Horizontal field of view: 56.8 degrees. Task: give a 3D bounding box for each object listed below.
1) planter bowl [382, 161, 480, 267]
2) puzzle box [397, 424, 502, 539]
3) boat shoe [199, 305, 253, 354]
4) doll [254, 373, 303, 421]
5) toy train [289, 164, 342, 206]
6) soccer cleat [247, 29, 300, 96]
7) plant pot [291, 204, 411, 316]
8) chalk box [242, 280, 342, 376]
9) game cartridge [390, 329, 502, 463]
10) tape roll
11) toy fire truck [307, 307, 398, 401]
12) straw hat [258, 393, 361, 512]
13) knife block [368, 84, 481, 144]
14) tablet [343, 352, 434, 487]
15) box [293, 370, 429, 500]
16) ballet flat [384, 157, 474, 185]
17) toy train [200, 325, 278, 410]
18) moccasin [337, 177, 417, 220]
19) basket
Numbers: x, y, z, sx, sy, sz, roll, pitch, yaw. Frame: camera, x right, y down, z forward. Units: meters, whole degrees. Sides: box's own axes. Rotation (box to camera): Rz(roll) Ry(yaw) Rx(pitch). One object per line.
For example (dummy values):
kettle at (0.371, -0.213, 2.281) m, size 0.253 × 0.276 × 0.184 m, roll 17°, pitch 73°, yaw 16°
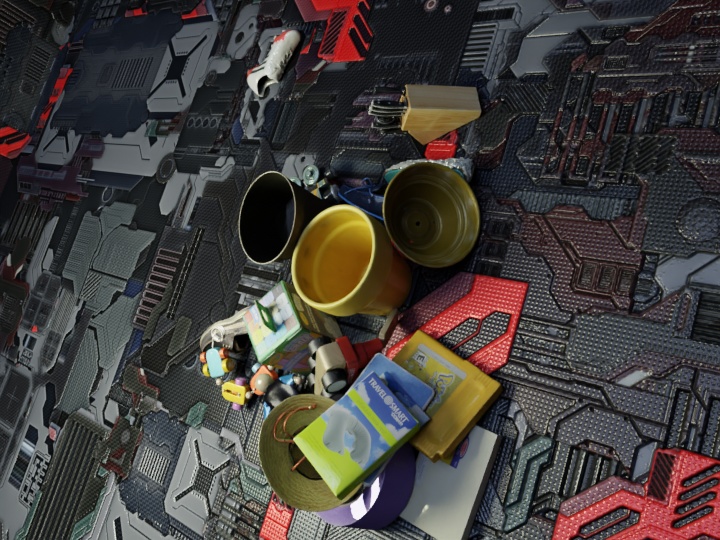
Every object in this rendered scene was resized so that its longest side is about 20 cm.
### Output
planter bowl at (0.123, -0.098, 1.275) m, size 0.083 × 0.198 × 0.203 m, roll 152°, pitch 132°, yaw -70°
puzzle box at (0.152, 0.352, 1.140) m, size 0.132 × 0.025 × 0.202 m, roll 17°, pitch 84°, yaw 42°
boat shoe at (-0.293, 0.152, 1.532) m, size 0.199 × 0.074 × 0.074 m, roll -32°, pitch 55°, yaw 25°
doll at (-0.148, 0.281, 1.356) m, size 0.200 × 0.048 × 0.137 m, roll 39°, pitch 97°, yaw 26°
toy train at (-0.127, -0.157, 1.526) m, size 0.199 × 0.085 × 0.115 m, roll -28°, pitch 71°, yaw 23°
soccer cleat at (-0.223, -0.548, 1.763) m, size 0.199 × 0.068 × 0.086 m, roll -39°, pitch 62°, yaw 23°
plant pot at (0.000, 0.000, 1.290) m, size 0.199 × 0.188 × 0.203 m, roll -15°, pitch 64°, yaw 33°
chalk box at (-0.148, 0.116, 1.350) m, size 0.124 × 0.199 × 0.125 m, roll -39°, pitch 53°, yaw 18°
game cartridge at (0.121, 0.217, 1.175) m, size 0.176 × 0.033 × 0.199 m, roll -46°, pitch 47°, yaw -14°
tape roll at (-0.003, 0.358, 1.203) m, size 0.199 × 0.085 × 0.202 m, roll -23°, pitch 56°, yaw 38°
toy fire truck at (0.001, 0.172, 1.269) m, size 0.198 × 0.177 × 0.129 m, roll -15°, pitch 54°, yaw -17°
straw hat at (-0.083, 0.323, 1.170) m, size 0.198 × 0.085 × 0.203 m, roll 3°, pitch 64°, yaw -6°
knife block at (0.119, -0.334, 1.338) m, size 0.198 × 0.175 × 0.065 m, roll -22°, pitch 61°, yaw 29°
tablet at (0.023, 0.252, 1.144) m, size 0.129 × 0.014 × 0.200 m, roll 32°, pitch 70°, yaw 20°
box at (0.004, 0.265, 1.106) m, size 0.199 × 0.048 × 0.122 m, roll -39°, pitch 65°, yaw -13°
ballet flat at (0.144, -0.198, 1.349) m, size 0.198 × 0.072 × 0.073 m, roll 6°, pitch 76°, yaw 37°
toy train at (-0.263, 0.217, 1.478) m, size 0.200 × 0.055 × 0.151 m, roll 40°, pitch 110°, yaw 19°
moccasin at (0.043, -0.148, 1.396) m, size 0.199 × 0.080 × 0.069 m, roll 27°, pitch 104°, yaw 28°
basket at (-0.135, -0.097, 1.376) m, size 0.135 × 0.199 × 0.183 m, roll 13°, pitch 93°, yaw 29°
